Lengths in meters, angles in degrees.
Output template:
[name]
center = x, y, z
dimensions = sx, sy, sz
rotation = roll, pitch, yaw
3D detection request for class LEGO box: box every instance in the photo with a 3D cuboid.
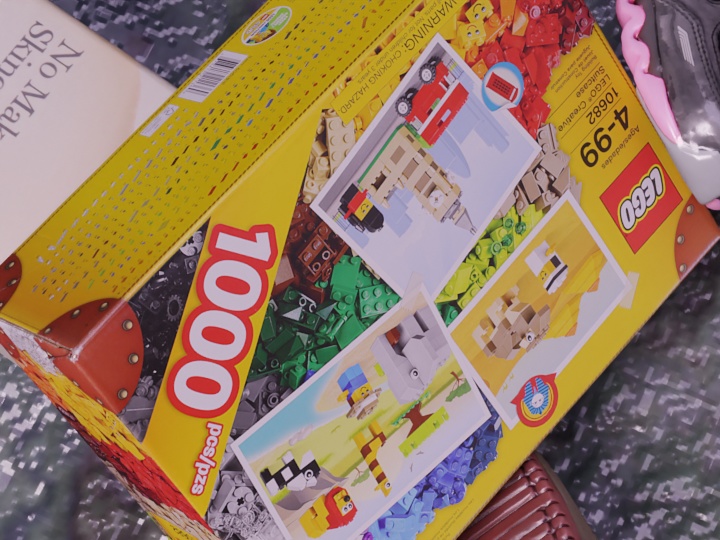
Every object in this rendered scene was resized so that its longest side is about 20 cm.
[LEGO box]
center = 0.000, 0.000, 0.726
dimensions = 0.200, 0.149, 0.077
rotation = -47, 32, -17

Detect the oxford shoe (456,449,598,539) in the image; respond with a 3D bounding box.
[oxford shoe]
center = 0.072, 0.138, 0.743
dimensions = 0.070, 0.075, 0.200
rotation = -36, 56, 28

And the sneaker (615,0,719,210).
[sneaker]
center = 0.149, -0.103, 0.762
dimensions = 0.095, 0.079, 0.200
rotation = -10, 40, 31

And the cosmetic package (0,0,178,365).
[cosmetic package]
center = -0.130, -0.041, 0.792
dimensions = 0.200, 0.073, 0.104
rotation = 33, 76, 12
